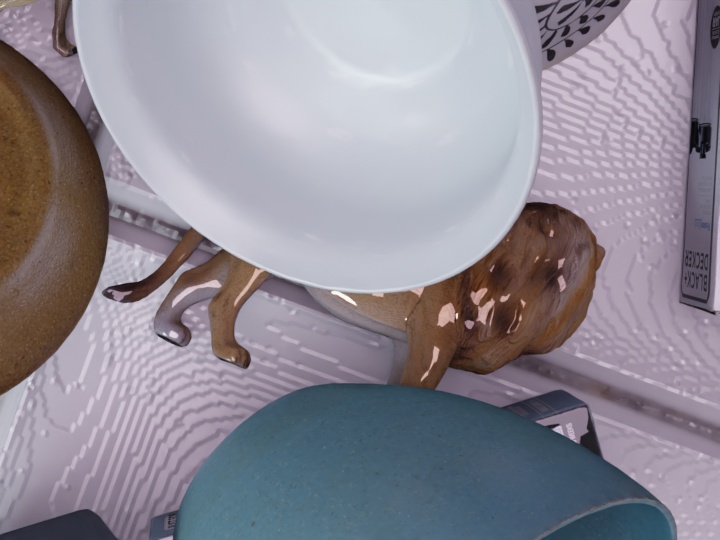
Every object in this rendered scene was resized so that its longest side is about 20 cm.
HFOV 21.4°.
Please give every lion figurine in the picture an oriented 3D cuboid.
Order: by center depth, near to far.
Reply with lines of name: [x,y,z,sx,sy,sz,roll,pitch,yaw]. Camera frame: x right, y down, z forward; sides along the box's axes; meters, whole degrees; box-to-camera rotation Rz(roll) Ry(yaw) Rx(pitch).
lion figurine: [0.000,0.000,0.829,0.199,0.072,0.123,23,83,-2]

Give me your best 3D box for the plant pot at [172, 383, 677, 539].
plant pot: [0.004,0.121,0.731,0.200,0.200,0.135,-46,61,-2]

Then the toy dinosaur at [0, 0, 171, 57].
toy dinosaur: [-0.106,-0.154,0.807,0.199,0.058,0.102,-24,104,3]

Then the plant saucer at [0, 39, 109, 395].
plant saucer: [-0.200,-0.035,0.774,0.199,0.035,0.201,6,63,-12]

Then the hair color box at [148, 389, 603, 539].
hair color box: [0.015,0.131,0.842,0.199,0.061,0.100,-17,94,-4]

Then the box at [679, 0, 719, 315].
box: [0.208,-0.079,0.849,0.116,0.060,0.201,1,93,-6]

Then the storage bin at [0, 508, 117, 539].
storage bin: [-0.131,0.194,0.730,0.134,0.145,0.201,-22,103,-15]

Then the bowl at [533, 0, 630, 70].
bowl: [0.049,-0.180,0.811,0.199,0.094,0.202,0,94,-6]

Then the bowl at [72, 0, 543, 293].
bowl: [-0.008,-0.097,0.758,0.200,0.091,0.202,15,132,17]
